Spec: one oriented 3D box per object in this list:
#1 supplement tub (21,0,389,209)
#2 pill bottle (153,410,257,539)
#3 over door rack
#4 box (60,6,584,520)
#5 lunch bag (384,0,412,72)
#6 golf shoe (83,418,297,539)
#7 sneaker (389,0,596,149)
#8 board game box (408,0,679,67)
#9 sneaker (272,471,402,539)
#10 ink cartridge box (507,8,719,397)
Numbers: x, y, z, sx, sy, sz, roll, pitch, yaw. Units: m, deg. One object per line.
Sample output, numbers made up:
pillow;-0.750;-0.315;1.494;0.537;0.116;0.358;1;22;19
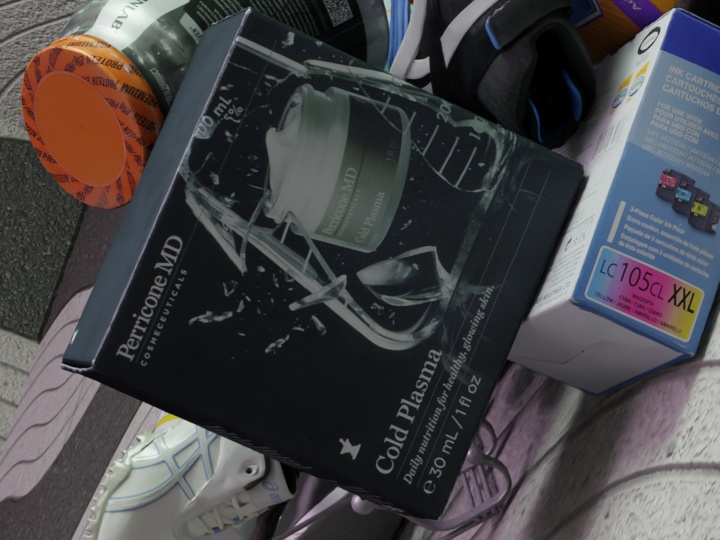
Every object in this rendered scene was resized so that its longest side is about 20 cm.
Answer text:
supplement tub;-0.087;-0.116;1.529;0.200;0.123;0.123;-32;-14;-42
pill bottle;-0.097;0.116;2.077;0.111;0.111;0.200;-47;21;57
over door rack;-0.007;0.146;1.589;0.200;0.067;0.148;-41;15;8
box;-0.021;-0.002;1.399;0.200;0.196;0.124;-67;12;-6
lunch bag;0.058;-0.093;1.678;0.082;0.161;0.200;-45;16;21
golf shoe;-0.090;0.127;1.618;0.200;0.097;0.078;-60;-29;-8
sneaker;0.073;-0.093;1.462;0.073;0.112;0.200;-27;-25;-15
board game box;0.118;-0.245;1.512;0.200;0.200;0.200;-48;5;-22
sneaker;-0.018;0.122;1.724;0.200;0.071;0.099;-56;44;13
ink cartridge box;0.147;-0.047;1.410;0.136;0.076;0.200;147;145;-69
